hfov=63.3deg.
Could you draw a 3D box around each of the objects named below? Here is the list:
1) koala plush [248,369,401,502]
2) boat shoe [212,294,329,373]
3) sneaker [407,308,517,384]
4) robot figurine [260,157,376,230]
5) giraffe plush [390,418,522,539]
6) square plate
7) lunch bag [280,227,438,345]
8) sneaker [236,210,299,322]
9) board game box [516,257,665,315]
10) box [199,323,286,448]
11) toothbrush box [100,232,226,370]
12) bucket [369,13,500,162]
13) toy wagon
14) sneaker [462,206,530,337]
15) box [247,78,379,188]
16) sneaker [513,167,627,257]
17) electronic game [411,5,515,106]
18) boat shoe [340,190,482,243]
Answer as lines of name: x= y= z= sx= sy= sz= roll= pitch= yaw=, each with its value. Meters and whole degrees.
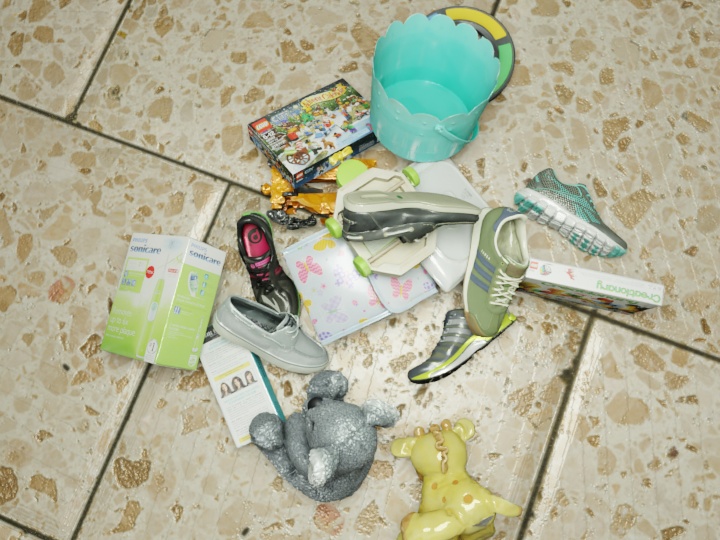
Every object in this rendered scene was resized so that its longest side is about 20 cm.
koala plush: x=-0.034 y=0.243 z=0.840 sx=0.177 sy=0.200 sz=0.184 roll=-32 pitch=85 yaw=-29
boat shoe: x=-0.132 y=0.099 z=0.926 sx=0.201 sy=0.070 sz=0.072 roll=26 pitch=124 yaw=-14
sneaker: x=0.152 y=0.110 z=0.945 sx=0.200 sy=0.074 sz=0.081 roll=-35 pitch=73 yaw=-11
robot figurine: x=-0.071 y=-0.137 z=1.004 sx=0.200 sy=0.058 sz=0.145 roll=0 pitch=79 yaw=3
giraffe plush: x=0.121 y=0.315 z=0.868 sx=0.172 sy=0.200 sz=0.162 roll=0 pitch=51 yaw=-27
square plate: x=0.135 y=-0.093 z=0.931 sx=0.198 sy=0.028 sz=0.200 roll=-36 pitch=85 yaw=-36
lunch bag: x=0.000 y=0.000 z=0.924 sx=0.200 sy=0.127 sz=0.170 roll=-23 pitch=90 yaw=4
sneaker: x=-0.162 y=-0.001 z=0.963 sx=0.077 sy=0.084 sz=0.200 roll=-23 pitch=90 yaw=7
board game box: x=0.345 y=0.027 z=0.913 sx=0.200 sy=0.126 sz=0.035 roll=12 pitch=80 yaw=6
box: x=-0.199 y=0.179 z=0.958 sx=0.082 sy=0.049 sz=0.200 roll=-25 pitch=79 yaw=-2
toothbrush box: x=-0.318 y=0.048 z=0.945 sx=0.146 sy=0.086 sz=0.200 roll=6 pitch=78 yaw=34
bucket: x=0.109 y=-0.282 z=0.925 sx=0.207 sy=0.135 sz=0.207 roll=2 pitch=66 yaw=-4
toy wagon: x=0.025 y=-0.090 z=0.853 sx=0.155 sy=0.040 sz=0.200 roll=-35 pitch=84 yaw=-13
sneaker: x=0.206 y=0.002 z=0.864 sx=0.067 sy=0.090 sz=0.200 roll=5 pitch=89 yaw=-27
box: x=-0.069 y=-0.237 z=0.989 sx=0.200 sy=0.038 sz=0.137 roll=-33 pitch=66 yaw=-20
sneaker: x=0.360 y=-0.099 z=0.964 sx=0.200 sy=0.078 sz=0.091 roll=35 pitch=80 yaw=7
electronic game: x=0.175 y=-0.380 z=1.042 sx=0.200 sy=0.042 sz=0.200 roll=-1 pitch=80 yaw=3
boat shoe: x=0.071 y=-0.073 z=0.811 sx=0.200 sy=0.072 sz=0.068 roll=-3 pitch=115 yaw=-15
